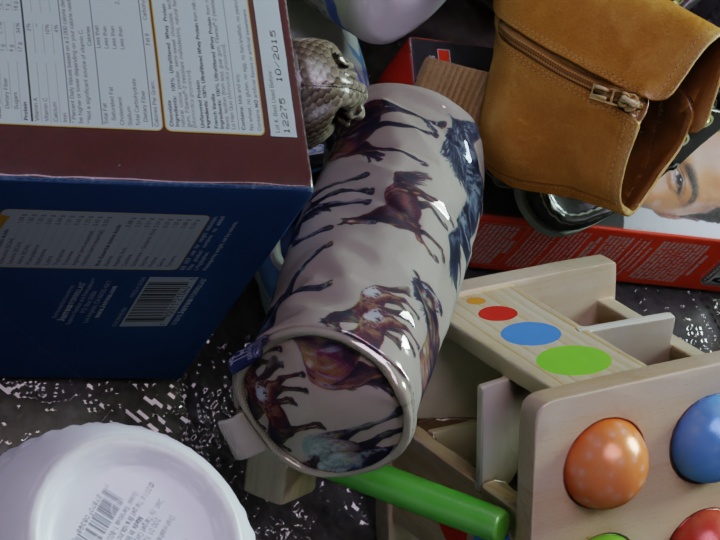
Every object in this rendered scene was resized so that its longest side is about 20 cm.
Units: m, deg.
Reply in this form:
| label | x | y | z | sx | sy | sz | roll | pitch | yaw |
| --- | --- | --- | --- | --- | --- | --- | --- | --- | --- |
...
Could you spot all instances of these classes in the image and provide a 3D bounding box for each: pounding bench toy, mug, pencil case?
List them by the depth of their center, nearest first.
| label | x | y | z | sx | sy | sz | roll | pitch | yaw |
| --- | --- | --- | --- | --- | --- | --- | --- | --- | --- |
| mug | -0.129 | 0.156 | 1.024 | 0.148 | 0.175 | 0.200 | 43 | 57 | 3 |
| pencil case | 0.000 | 0.000 | 1.105 | 0.089 | 0.078 | 0.200 | -7 | 35 | 21 |
| pounding bench toy | 0.065 | 0.090 | 1.126 | 0.199 | 0.156 | 0.125 | -10 | 113 | -26 |

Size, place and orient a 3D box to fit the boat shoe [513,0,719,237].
| label | x | y | z | sx | sy | sz | roll | pitch | yaw |
| --- | --- | --- | --- | --- | --- | --- | --- | --- | --- |
| boat shoe | 0.154 | -0.097 | 1.234 | 0.072 | 0.061 | 0.201 | 45 | 79 | -15 |

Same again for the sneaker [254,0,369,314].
| label | x | y | z | sx | sy | sz | roll | pitch | yaw |
| --- | --- | --- | --- | --- | --- | --- | --- | --- | --- |
| sneaker | -0.020 | -0.063 | 1.246 | 0.071 | 0.073 | 0.201 | 5 | 61 | -18 |

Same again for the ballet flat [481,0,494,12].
| label | x | y | z | sx | sy | sz | roll | pitch | yaw |
| --- | --- | --- | --- | --- | --- | --- | --- | --- | --- |
| ballet flat | 0.012 | -0.203 | 1.337 | 0.199 | 0.067 | 0.064 | 32 | 75 | -2 |

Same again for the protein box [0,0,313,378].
| label | x | y | z | sx | sy | sz | roll | pitch | yaw |
| --- | --- | --- | --- | --- | --- | --- | --- | --- | --- |
| protein box | -0.152 | -0.052 | 1.107 | 0.199 | 0.199 | 0.136 | 2 | 64 | -22 |

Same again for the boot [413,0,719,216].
| label | x | y | z | sx | sy | sz | roll | pitch | yaw |
| --- | --- | --- | --- | --- | --- | --- | --- | --- | --- |
| boot | 0.114 | -0.131 | 1.197 | 0.071 | 0.143 | 0.202 | 25 | 85 | -54 |

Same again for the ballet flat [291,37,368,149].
| label | x | y | z | sx | sy | sz | roll | pitch | yaw |
| --- | --- | --- | --- | --- | --- | --- | --- | --- | --- |
| ballet flat | -0.042 | -0.079 | 1.176 | 0.046 | 0.200 | 0.068 | -3 | 90 | -18 |

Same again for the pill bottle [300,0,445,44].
| label | x | y | z | sx | sy | sz | roll | pitch | yaw |
| --- | --- | --- | --- | --- | --- | --- | --- | --- | --- |
| pill bottle | -0.041 | -0.208 | 1.259 | 0.200 | 0.114 | 0.114 | 35 | 54 | 22 |

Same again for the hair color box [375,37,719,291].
| label | x | y | z | sx | sy | sz | roll | pitch | yaw |
| --- | --- | --- | --- | --- | --- | --- | --- | --- | --- |
| hair color box | 0.110 | -0.052 | 1.300 | 0.199 | 0.061 | 0.102 | 5 | 63 | -21 |
